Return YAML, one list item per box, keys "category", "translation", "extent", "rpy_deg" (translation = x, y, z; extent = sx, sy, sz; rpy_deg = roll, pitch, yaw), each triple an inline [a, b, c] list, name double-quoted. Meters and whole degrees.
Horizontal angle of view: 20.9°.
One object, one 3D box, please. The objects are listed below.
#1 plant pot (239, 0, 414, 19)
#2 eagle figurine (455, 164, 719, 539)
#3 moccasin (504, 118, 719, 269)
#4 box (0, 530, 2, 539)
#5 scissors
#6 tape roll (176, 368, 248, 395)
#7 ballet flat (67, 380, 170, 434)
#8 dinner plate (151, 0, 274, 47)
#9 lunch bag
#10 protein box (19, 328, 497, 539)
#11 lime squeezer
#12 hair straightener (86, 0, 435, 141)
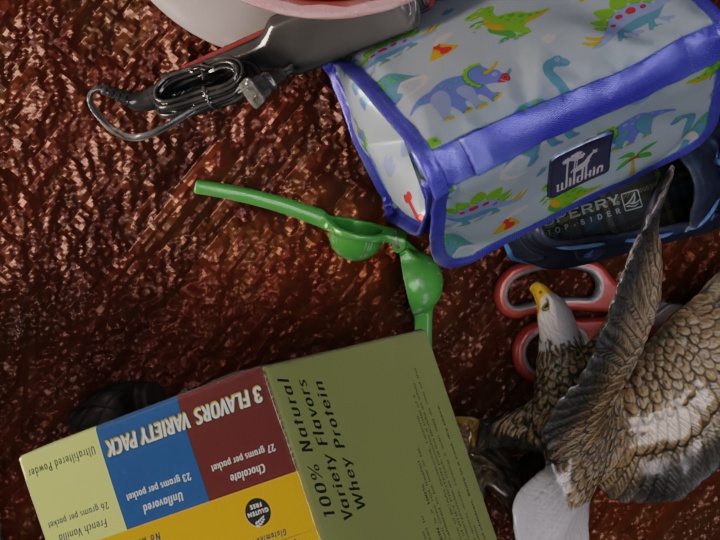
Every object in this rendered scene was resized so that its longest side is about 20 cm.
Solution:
- category: "plant pot"
  translation: [-0.031, -0.221, 0.946]
  extent: [0.200, 0.195, 0.202]
  rpy_deg: [-1, 96, -9]
- category: "eagle figurine"
  translation: [0.133, 0.056, 1.028]
  extent: [0.200, 0.152, 0.151]
  rpy_deg: [-35, 89, 24]
- category: "moccasin"
  translation: [0.177, -0.044, 1.085]
  extent: [0.199, 0.068, 0.081]
  rpy_deg: [-26, 95, -10]
- category: "box"
  translation: [-0.269, 0.120, 1.009]
  extent: [0.157, 0.050, 0.201]
  rpy_deg: [-13, 100, -38]
- category: "scissors"
  translation: [0.175, 0.020, 1.123]
  extent: [0.199, 0.014, 0.074]
  rpy_deg: [-7, 96, -7]
- category: "tape roll"
  translation: [-0.043, 0.153, 1.092]
  extent: [0.202, 0.037, 0.204]
  rpy_deg: [-1, 98, -9]
- category: "ballet flat"
  translation: [-0.113, 0.149, 1.002]
  extent: [0.057, 0.201, 0.066]
  rpy_deg: [-24, 145, 20]
- category: "dinner plate"
  translation: [-0.042, -0.216, 1.056]
  extent: [0.199, 0.024, 0.201]
  rpy_deg: [-1, 97, -10]
- category: "lunch bag"
  translation: [0.086, -0.090, 1.002]
  extent: [0.169, 0.200, 0.128]
  rpy_deg: [-26, 100, -6]
- category: "protein box"
  translation: [-0.029, 0.149, 0.935]
  extent: [0.134, 0.200, 0.199]
  rpy_deg: [-21, 85, 22]
- category: "lime squeezer"
  translation: [0.000, 0.000, 1.088]
  extent: [0.071, 0.038, 0.200]
  rpy_deg: [-38, 104, 28]
- category: "hair straightener"
  translation: [-0.059, -0.111, 1.010]
  extent: [0.199, 0.077, 0.041]
  rpy_deg: [-15, 110, 20]
